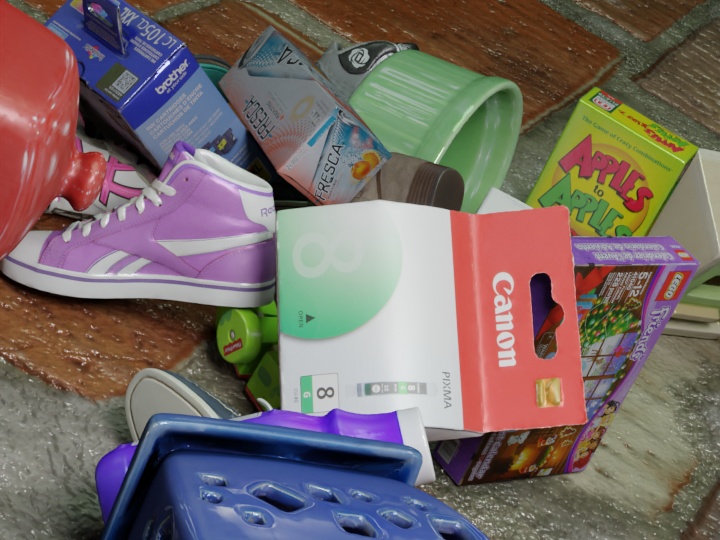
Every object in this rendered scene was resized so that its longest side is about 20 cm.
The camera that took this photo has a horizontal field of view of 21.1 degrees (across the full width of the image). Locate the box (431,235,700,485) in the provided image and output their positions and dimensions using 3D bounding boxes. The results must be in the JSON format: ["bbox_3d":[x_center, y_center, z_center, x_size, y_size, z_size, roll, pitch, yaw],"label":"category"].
[{"bbox_3d":[0.150,0.065,1.408,0.137,0.200,0.039,-2,37,-41],"label":"box"}]

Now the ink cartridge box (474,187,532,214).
[{"bbox_3d":[0.085,0.030,1.505,0.068,0.115,0.200,29,29,3],"label":"ink cartridge box"}]

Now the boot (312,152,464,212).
[{"bbox_3d":[0.000,0.000,1.417,0.070,0.146,0.200,40,62,-28],"label":"boot"}]

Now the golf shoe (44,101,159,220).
[{"bbox_3d":[-0.217,-0.067,1.481,0.200,0.073,0.092,42,72,4],"label":"golf shoe"}]

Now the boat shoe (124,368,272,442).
[{"bbox_3d":[-0.070,0.133,1.243,0.200,0.075,0.062,39,32,20],"label":"boat shoe"}]

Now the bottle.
[{"bbox_3d":[-0.056,0.127,1.164,0.199,0.084,0.065,-14,3,0],"label":"bottle"}]

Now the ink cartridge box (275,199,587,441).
[{"bbox_3d":[0.044,0.032,1.290,0.199,0.050,0.162,-6,70,10],"label":"ink cartridge box"}]

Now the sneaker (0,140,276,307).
[{"bbox_3d":[-0.158,-0.040,1.376,0.200,0.115,0.073,2,18,0],"label":"sneaker"}]

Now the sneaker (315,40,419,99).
[{"bbox_3d":[0.039,-0.145,1.744,0.200,0.116,0.075,32,-5,10],"label":"sneaker"}]

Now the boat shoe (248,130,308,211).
[{"bbox_3d":[-0.062,-0.092,1.644,0.200,0.062,0.075,-8,41,-49],"label":"boat shoe"}]

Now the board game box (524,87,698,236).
[{"bbox_3d":[0.188,-0.040,1.618,0.101,0.200,0.048,32,29,11],"label":"board game box"}]

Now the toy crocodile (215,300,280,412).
[{"bbox_3d":[-0.052,0.083,1.369,0.067,0.062,0.200,1,42,-40],"label":"toy crocodile"}]

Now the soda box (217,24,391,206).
[{"bbox_3d":[-0.046,-0.117,1.483,0.064,0.068,0.200,39,8,-30],"label":"soda box"}]

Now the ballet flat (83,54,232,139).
[{"bbox_3d":[-0.185,-0.157,1.645,0.073,0.073,0.200,37,32,19],"label":"ballet flat"}]

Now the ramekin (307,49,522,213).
[{"bbox_3d":[0.042,-0.083,1.580,0.097,0.201,0.200,28,27,18],"label":"ramekin"}]

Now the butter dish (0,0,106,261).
[{"bbox_3d":[-0.247,-0.085,1.329,0.147,0.200,0.200,22,29,-9],"label":"butter dish"}]

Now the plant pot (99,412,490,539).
[{"bbox_3d":[-0.048,0.191,1.043,0.199,0.201,0.180,10,27,-27],"label":"plant pot"}]

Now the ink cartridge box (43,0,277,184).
[{"bbox_3d":[-0.165,-0.134,1.479,0.136,0.076,0.200,37,-10,39],"label":"ink cartridge box"}]

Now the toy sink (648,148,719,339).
[{"bbox_3d":[0.294,-0.010,1.727,0.130,0.200,0.112,8,63,-33],"label":"toy sink"}]
